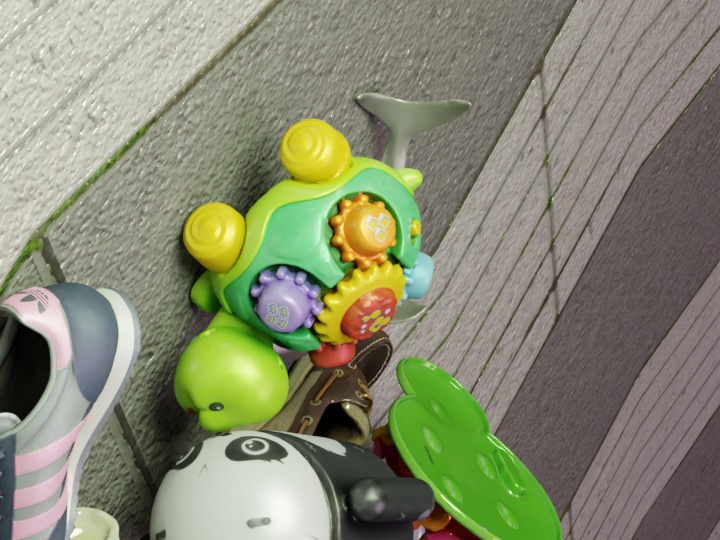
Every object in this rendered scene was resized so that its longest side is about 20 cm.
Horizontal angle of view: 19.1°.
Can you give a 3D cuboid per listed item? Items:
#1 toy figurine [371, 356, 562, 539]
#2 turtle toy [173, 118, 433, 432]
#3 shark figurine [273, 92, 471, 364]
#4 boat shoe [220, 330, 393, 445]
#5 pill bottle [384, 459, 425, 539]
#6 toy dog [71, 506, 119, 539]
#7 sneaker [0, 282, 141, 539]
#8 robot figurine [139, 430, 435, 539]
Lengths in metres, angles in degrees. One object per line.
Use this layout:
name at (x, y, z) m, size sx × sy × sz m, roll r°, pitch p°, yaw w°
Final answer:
toy figurine at (0.018, 0.187, 1.494) m, size 0.150 × 0.200 × 0.184 m, roll 28°, pitch 114°, yaw -33°
turtle toy at (-0.036, 0.011, 1.282) m, size 0.200 × 0.101 × 0.146 m, roll -41°, pitch 150°, yaw 4°
shark figurine at (0.012, -0.012, 1.424) m, size 0.215 × 0.089 × 0.128 m, roll -60°, pitch 160°, yaw -6°
boat shoe at (-0.024, 0.103, 1.480) m, size 0.200 × 0.072 × 0.072 m, roll -37°, pitch 146°, yaw -50°
pill bottle at (0.029, 0.199, 1.658) m, size 0.113 × 0.113 × 0.200 m, roll -65°, pitch 158°, yaw 1°
toy dog at (-0.169, 0.278, 1.249) m, size 0.194 × 0.139 × 0.200 m, roll -41°, pitch 150°, yaw -38°
sneaker at (-0.187, 0.098, 1.123) m, size 0.082 × 0.070 × 0.200 m, roll 9°, pitch 103°, yaw -51°
robot figurine at (-0.045, 0.159, 1.314) m, size 0.150 × 0.125 × 0.200 m, roll -55°, pitch 152°, yaw 11°
